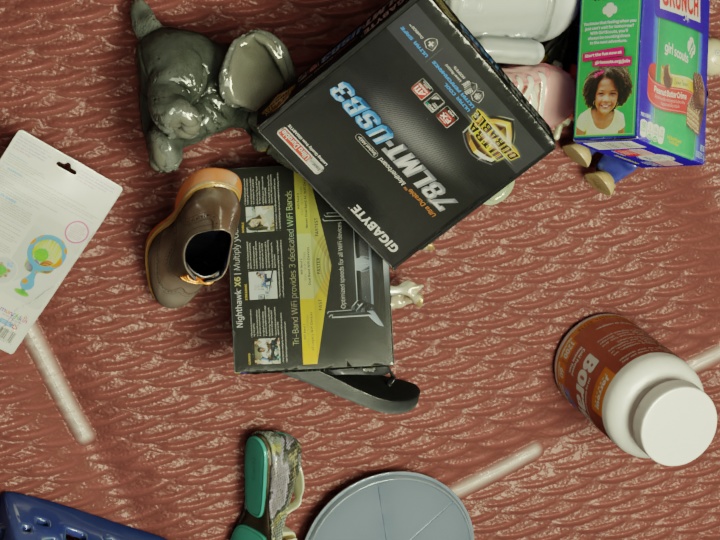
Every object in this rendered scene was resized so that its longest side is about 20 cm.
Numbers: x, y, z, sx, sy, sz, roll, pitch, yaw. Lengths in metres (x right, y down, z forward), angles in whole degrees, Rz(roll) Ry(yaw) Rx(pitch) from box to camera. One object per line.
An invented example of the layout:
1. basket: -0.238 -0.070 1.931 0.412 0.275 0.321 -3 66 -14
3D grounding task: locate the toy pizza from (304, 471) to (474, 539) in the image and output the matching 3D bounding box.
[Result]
1. toy pizza: 0.027 0.307 1.870 0.199 0.032 0.202 -6 109 -17

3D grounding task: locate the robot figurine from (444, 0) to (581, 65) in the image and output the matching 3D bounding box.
1. robot figurine: 0.132 -0.276 1.675 0.198 0.113 0.171 -5 75 -16

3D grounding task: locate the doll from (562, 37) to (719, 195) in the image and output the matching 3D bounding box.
1. doll: 0.307 -0.167 1.799 0.200 0.048 0.137 -44 105 -7

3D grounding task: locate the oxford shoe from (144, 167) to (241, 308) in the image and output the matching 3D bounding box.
1. oxford shoe: -0.163 -0.012 1.643 0.071 0.073 0.200 5 145 -17

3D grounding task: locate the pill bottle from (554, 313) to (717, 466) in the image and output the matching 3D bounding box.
1. pill bottle: 0.288 0.126 1.802 0.111 0.200 0.113 -5 108 -16

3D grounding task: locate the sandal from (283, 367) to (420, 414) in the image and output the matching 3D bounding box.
1. sandal: -0.022 0.098 1.764 0.199 0.076 0.043 20 104 -22

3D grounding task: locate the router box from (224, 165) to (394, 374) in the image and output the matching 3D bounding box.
1. router box: -0.050 -0.002 1.684 0.156 0.052 0.202 -2 86 -2

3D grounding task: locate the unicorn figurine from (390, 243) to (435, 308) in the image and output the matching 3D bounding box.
1. unicorn figurine: 0.000 0.000 1.751 0.136 0.074 0.202 8 90 -10

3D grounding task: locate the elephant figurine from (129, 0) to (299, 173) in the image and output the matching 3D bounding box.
1. elephant figurine: -0.107 -0.164 1.632 0.198 0.142 0.156 -8 129 -11

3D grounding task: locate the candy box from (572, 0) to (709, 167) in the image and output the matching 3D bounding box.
1. candy box: 0.277 -0.212 1.685 0.169 0.077 0.202 10 81 -57

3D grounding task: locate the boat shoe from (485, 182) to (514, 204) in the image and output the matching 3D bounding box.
1. boat shoe: 0.087 -0.155 1.728 0.072 0.061 0.202 -37 113 -3

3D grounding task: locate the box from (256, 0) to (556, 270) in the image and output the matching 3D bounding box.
1. box: 0.042 -0.129 1.572 0.198 0.050 0.200 -37 114 15

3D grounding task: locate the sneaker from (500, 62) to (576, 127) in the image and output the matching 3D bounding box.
1. sneaker: 0.130 -0.158 1.652 0.199 0.105 0.076 -1 104 -18

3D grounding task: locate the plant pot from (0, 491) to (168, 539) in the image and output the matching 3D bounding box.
1. plant pot: -0.290 0.362 1.709 0.199 0.180 0.201 20 99 -21

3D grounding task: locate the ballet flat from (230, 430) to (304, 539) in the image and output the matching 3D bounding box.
1. ballet flat: -0.093 0.262 1.803 0.071 0.072 0.202 5 106 -19

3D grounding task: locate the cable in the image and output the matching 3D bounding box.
1. cable: 0.213 -0.229 1.740 0.097 0.050 0.201 23 105 11

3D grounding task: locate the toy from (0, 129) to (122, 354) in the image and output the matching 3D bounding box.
1. toy: -0.330 -0.030 1.646 0.115 0.047 0.201 30 100 -26
